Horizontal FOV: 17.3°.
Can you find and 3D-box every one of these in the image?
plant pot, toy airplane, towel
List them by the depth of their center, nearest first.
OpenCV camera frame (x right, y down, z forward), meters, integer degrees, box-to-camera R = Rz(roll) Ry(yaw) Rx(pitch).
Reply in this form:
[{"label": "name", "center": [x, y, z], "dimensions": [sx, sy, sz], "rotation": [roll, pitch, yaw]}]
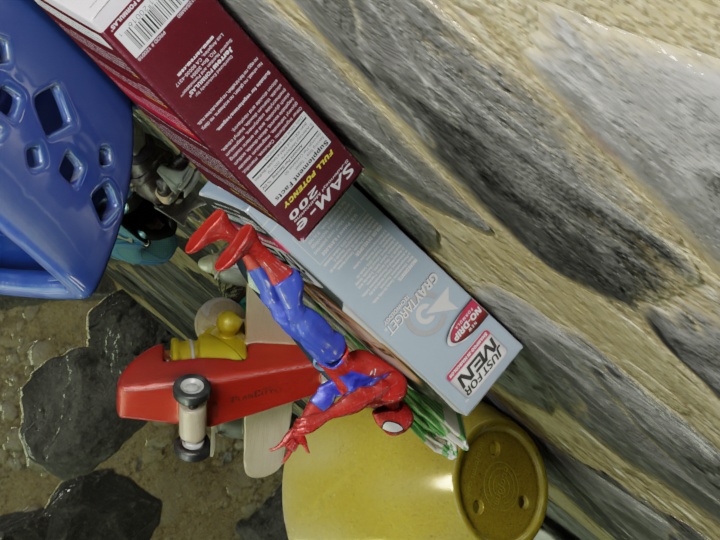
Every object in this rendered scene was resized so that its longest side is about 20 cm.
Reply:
[{"label": "plant pot", "center": [-0.260, -0.110, 1.553], "dimensions": [0.200, 0.180, 0.200], "rotation": [3, 149, 42]}, {"label": "towel", "center": [-0.005, 0.029, 1.608], "dimensions": [0.200, 0.023, 0.153], "rotation": [41, -161, -25]}, {"label": "plant pot", "center": [0.060, 0.172, 1.820], "dimensions": [0.142, 0.200, 0.200], "rotation": [-12, 132, 48]}, {"label": "toy airplane", "center": [-0.084, 0.067, 1.933], "dimensions": [0.199, 0.200, 0.141], "rotation": [32, -165, -43]}]

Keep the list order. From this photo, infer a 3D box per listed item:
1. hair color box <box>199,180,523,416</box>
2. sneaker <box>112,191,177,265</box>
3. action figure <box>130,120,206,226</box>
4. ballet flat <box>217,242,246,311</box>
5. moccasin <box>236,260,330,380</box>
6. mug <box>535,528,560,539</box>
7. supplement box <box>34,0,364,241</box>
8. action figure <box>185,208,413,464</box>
[{"label": "hair color box", "center": [0.000, 0.000, 1.483], "dimensions": [0.200, 0.061, 0.099], "rotation": [42, 173, -21]}, {"label": "sneaker", "center": [-0.215, -0.044, 2.275], "dimensions": [0.090, 0.078, 0.200], "rotation": [34, 171, 22]}, {"label": "action figure", "center": [-0.178, -0.103, 1.779], "dimensions": [0.130, 0.070, 0.200], "rotation": [25, 168, 40]}, {"label": "ballet flat", "center": [-0.094, 0.012, 2.064], "dimensions": [0.075, 0.068, 0.200], "rotation": [55, 179, 16]}, {"label": "moccasin", "center": [-0.026, 0.038, 1.766], "dimensions": [0.200, 0.081, 0.068], "rotation": [38, 175, 10]}, {"label": "mug", "center": [0.185, 0.328, 2.284], "dimensions": [0.175, 0.147, 0.200], "rotation": [37, -153, -39]}, {"label": "supplement box", "center": [-0.095, -0.110, 1.300], "dimensions": [0.109, 0.061, 0.200], "rotation": [33, 169, 49]}, {"label": "action figure", "center": [-0.044, 0.061, 1.475], "dimensions": [0.200, 0.099, 0.065], "rotation": [42, 174, -33]}]
